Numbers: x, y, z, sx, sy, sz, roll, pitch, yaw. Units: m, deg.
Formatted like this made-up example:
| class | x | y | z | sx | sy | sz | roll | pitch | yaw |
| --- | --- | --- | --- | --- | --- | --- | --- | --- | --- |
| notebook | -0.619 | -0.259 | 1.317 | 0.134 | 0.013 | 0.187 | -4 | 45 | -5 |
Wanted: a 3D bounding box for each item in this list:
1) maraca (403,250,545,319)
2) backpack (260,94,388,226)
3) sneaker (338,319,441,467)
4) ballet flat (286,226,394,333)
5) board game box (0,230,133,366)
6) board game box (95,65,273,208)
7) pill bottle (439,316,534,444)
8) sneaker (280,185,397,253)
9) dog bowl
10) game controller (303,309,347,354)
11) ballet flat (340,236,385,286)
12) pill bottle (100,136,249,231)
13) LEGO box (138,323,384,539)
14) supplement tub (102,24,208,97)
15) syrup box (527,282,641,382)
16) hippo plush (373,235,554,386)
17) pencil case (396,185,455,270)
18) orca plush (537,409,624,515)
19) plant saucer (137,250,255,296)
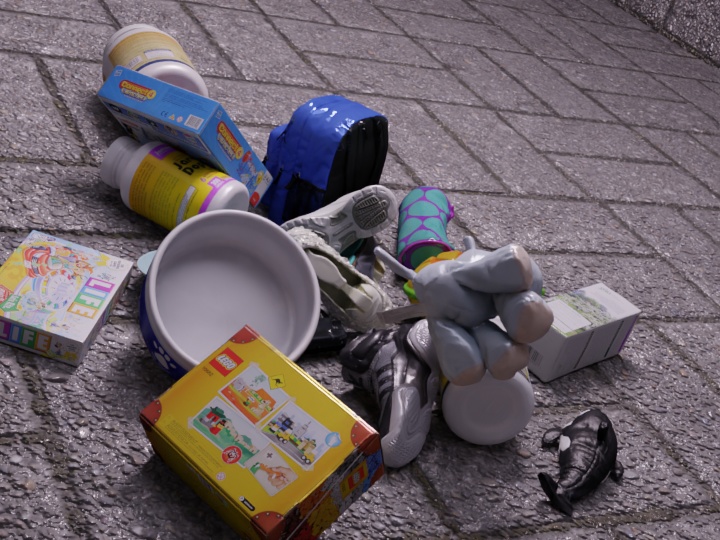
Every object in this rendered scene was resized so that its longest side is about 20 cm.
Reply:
| class | x | y | z | sx | sy | sz | roll | pitch | yaw |
| --- | --- | --- | --- | --- | --- | --- | --- | --- | --- |
| maraca | 0.156 | 0.027 | 1.592 | 0.197 | 0.108 | 0.137 | -1 | 15 | -18 |
| backpack | -0.059 | -0.161 | 1.709 | 0.167 | 0.202 | 0.162 | 29 | 29 | 19 |
| sneaker | 0.026 | 0.143 | 1.349 | 0.113 | 0.076 | 0.201 | -2 | 45 | 24 |
| ballet flat | -0.025 | 0.022 | 1.472 | 0.200 | 0.072 | 0.072 | 39 | 19 | -24 |
| board game box | -0.359 | 0.028 | 1.350 | 0.133 | 0.035 | 0.201 | 18 | 27 | -3 |
| board game box | -0.247 | -0.189 | 1.638 | 0.199 | 0.056 | 0.196 | 23 | -17 | 28 |
| pill bottle | 0.150 | 0.116 | 1.431 | 0.111 | 0.113 | 0.201 | 15 | 27 | -8 |
| sneaker | -0.040 | -0.058 | 1.616 | 0.198 | 0.079 | 0.099 | -22 | 8 | 3 |
| dog bowl | -0.150 | 0.038 | 1.307 | 0.198 | 0.079 | 0.202 | 8 | 66 | -18 |
| game controller | -0.113 | 0.075 | 1.430 | 0.198 | 0.043 | 0.104 | -3 | 20 | -38 |
| ballet flat | 0.000 | 0.000 | 1.610 | 0.072 | 0.074 | 0.200 | 18 | 21 | -1 |
| pill bottle | -0.260 | -0.112 | 1.595 | 0.198 | 0.105 | 0.104 | 27 | 28 | 15 |
| LEGO box | -0.098 | 0.171 | 1.140 | 0.149 | 0.078 | 0.199 | -39 | 56 | -24 |
| supplement tub | -0.335 | -0.301 | 1.850 | 0.143 | 0.146 | 0.200 | 3 | 31 | -28 |
| syrup box | 0.302 | 0.084 | 1.621 | 0.199 | 0.082 | 0.079 | -12 | 42 | -46 |
| hippo plush | 0.135 | 0.044 | 1.342 | 0.197 | 0.162 | 0.161 | -1 | 5 | 18 |
| pencil case | 0.101 | -0.053 | 1.741 | 0.091 | 0.086 | 0.201 | 2 | 28 | 1 |
| orca plush | 0.267 | 0.207 | 1.383 | 0.105 | 0.072 | 0.199 | 34 | 30 | 26 |
| plant saucer | -0.183 | 0.016 | 1.451 | 0.198 | 0.039 | 0.201 | 7 | 16 | -2 |
